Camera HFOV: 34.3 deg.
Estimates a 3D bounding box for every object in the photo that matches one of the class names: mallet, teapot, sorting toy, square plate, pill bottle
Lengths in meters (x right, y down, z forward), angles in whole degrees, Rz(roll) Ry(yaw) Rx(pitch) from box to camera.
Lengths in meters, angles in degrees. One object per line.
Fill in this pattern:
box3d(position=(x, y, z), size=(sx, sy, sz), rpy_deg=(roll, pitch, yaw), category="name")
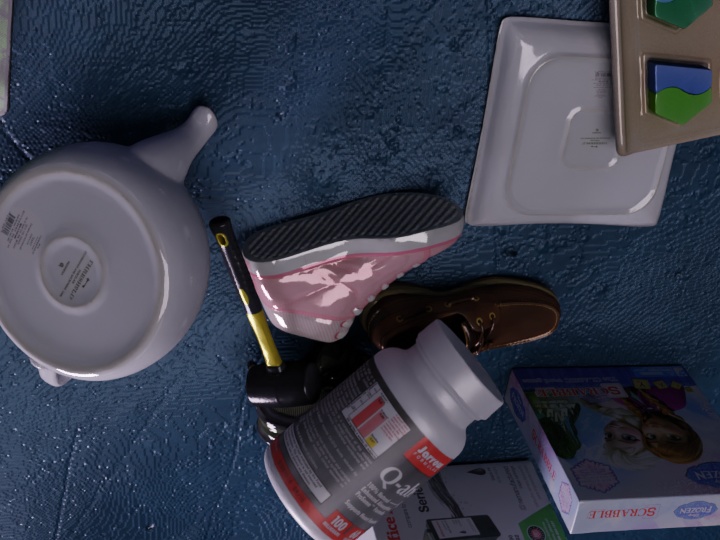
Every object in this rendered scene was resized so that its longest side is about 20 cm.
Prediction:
box3d(position=(-0.081, 0.040, 1.008), size=(0.065, 0.041, 0.202), rpy_deg=(2, 127, 17), category="mallet")
box3d(position=(-0.201, -0.012, 0.950), size=(0.197, 0.146, 0.201), rpy_deg=(-11, 99, 18), category="teapot")
box3d(position=(0.303, -0.202, 0.990), size=(0.197, 0.037, 0.188), rpy_deg=(-14, 115, -12), category="sorting toy")
box3d(position=(0.203, -0.123, 1.044), size=(0.196, 0.029, 0.201), rpy_deg=(-1, 122, -14), category="square plate")
box3d(position=(0.021, 0.142, 1.031), size=(0.199, 0.116, 0.116), rpy_deg=(-40, 122, 8), category="pill bottle")

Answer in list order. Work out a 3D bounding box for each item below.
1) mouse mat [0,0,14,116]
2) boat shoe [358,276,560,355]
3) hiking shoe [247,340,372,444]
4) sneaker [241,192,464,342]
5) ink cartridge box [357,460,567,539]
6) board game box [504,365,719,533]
box3d(position=(-0.326, -0.198, 0.830), size=(0.158, 0.008, 0.201), rpy_deg=(12, 136, -9), category="mouse mat")
box3d(position=(0.099, 0.054, 1.103), size=(0.197, 0.068, 0.073), rpy_deg=(-1, 122, -13), category="boat shoe")
box3d(position=(-0.007, 0.108, 1.106), size=(0.197, 0.076, 0.102), rpy_deg=(-12, 127, -5), category="hiking shoe")
box3d(position=(0.000, 0.000, 1.043), size=(0.197, 0.076, 0.106), rpy_deg=(-13, 124, -1), category="sneaker")
box3d(position=(0.098, 0.278, 1.195), size=(0.196, 0.147, 0.085), rpy_deg=(-2, 123, -13), category="ink cartridge box")
box3d(position=(0.264, 0.168, 1.136), size=(0.196, 0.200, 0.042), rpy_deg=(0, 122, -14), category="board game box")
